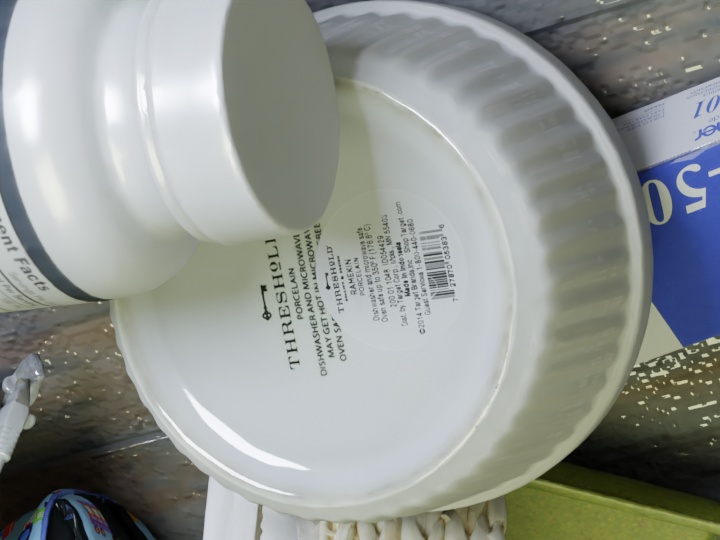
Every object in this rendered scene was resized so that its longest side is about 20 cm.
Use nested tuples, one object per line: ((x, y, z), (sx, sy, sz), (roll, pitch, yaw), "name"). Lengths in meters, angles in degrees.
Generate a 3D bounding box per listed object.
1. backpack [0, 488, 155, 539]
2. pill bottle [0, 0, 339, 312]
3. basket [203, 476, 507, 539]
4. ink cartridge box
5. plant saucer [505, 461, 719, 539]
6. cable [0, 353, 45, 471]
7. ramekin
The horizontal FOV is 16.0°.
((-0.144, 0.203, 1.141), (0.134, 0.200, 0.183), (-11, 168, 15), "backpack")
((-0.115, -0.046, 0.878), (0.200, 0.120, 0.120), (-7, 130, 24), "pill bottle")
((0.000, 0.167, 1.083), (0.123, 0.136, 0.200), (1, 130, 2), "basket")
((0.102, -0.009, 1.037), (0.200, 0.044, 0.094), (-22, 126, 24), "ink cartridge box")
((0.071, 0.151, 1.176), (0.200, 0.048, 0.200), (14, 131, -5), "plant saucer")
((-0.226, 0.129, 1.097), (0.069, 0.200, 0.200), (33, 140, -11), "cable")
((0.000, 0.000, 0.958), (0.200, 0.105, 0.200), (3, 98, 22), "ramekin")
